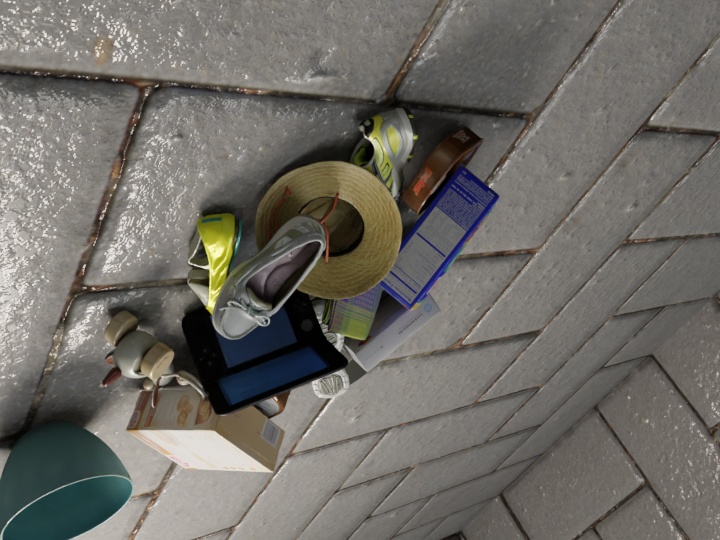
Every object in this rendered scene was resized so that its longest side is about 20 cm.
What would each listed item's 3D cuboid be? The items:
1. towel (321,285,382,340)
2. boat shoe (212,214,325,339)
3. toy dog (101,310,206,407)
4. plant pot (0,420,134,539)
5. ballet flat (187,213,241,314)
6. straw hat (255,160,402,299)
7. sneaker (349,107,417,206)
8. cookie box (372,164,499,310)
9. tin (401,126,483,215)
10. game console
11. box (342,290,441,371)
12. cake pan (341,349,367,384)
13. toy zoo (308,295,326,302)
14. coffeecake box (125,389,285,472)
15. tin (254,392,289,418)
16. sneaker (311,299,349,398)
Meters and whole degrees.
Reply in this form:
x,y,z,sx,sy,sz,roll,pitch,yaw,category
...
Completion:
x,y,z,sx,sy,sz,roll,pitch,yaw,category
0.000,0.000,1.231,0.143,0.022,0.204,23,78,-61,towel
-0.120,0.016,1.062,0.202,0.065,0.074,-44,116,10,boat shoe
-0.317,0.145,1.167,0.097,0.131,0.201,-48,147,-18,toy dog
-0.465,0.313,1.245,0.198,0.136,0.201,-25,152,-15,plant pot
-0.204,-0.003,1.112,0.066,0.068,0.202,1,139,-14,ballet flat
-0.042,-0.065,1.121,0.200,0.202,0.085,-38,-167,11,straw hat
0.019,-0.139,1.121,0.075,0.076,0.202,-7,137,-19,sneaker
0.112,-0.042,1.187,0.201,0.075,0.171,-52,174,4,cookie box
0.116,-0.143,1.151,0.113,0.042,0.200,-58,172,26,tin
-0.142,0.102,1.173,0.197,0.178,0.117,-19,166,-17,game console
0.037,0.086,1.367,0.155,0.041,0.200,-39,-168,-7,box
0.000,0.160,1.552,0.199,0.037,0.201,-36,161,-14,cake pan
-0.072,0.069,1.367,0.130,0.021,0.200,-35,161,5,toy zoo
-0.247,0.256,1.296,0.197,0.074,0.154,-7,142,33,coffeecake box
-0.190,0.205,1.311,0.111,0.042,0.199,26,147,-22,tin
-0.069,0.116,1.345,0.077,0.100,0.202,-11,131,-10,sneaker
